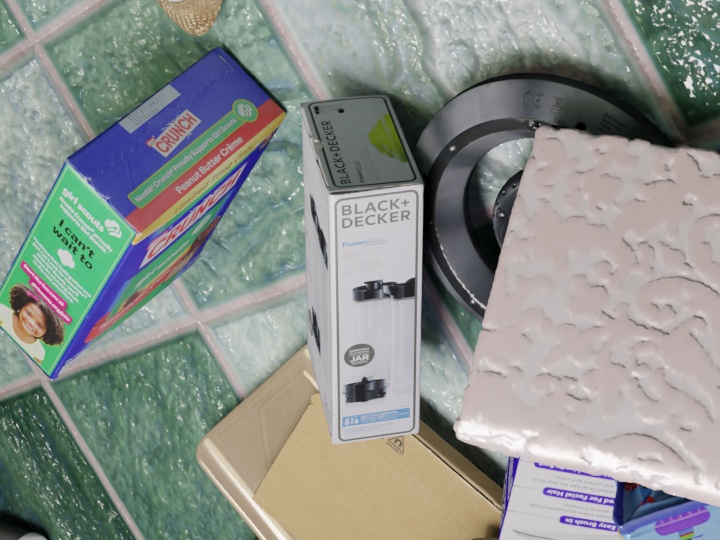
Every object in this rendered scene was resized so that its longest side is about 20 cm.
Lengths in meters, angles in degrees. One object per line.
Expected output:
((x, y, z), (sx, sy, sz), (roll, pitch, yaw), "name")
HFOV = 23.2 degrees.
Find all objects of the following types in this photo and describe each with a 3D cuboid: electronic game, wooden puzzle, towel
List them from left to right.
((-0.019, 0.160, 1.344), (0.185, 0.037, 0.200), (50, 134, 2), "wooden puzzle")
((0.120, -0.029, 1.073), (0.200, 0.042, 0.200), (18, 129, 24), "electronic game")
((0.168, 0.025, 0.955), (0.200, 0.191, 0.032), (12, 169, 19), "towel")

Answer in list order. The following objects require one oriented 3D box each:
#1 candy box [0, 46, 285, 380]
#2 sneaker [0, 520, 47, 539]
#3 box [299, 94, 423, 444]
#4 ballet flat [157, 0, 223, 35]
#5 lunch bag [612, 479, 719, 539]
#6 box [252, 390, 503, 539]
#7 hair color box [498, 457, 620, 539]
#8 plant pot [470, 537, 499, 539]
((-0.157, -0.038, 1.225), (0.077, 0.169, 0.200), (42, 139, 5), "candy box")
((-0.358, 0.323, 1.745), (0.099, 0.071, 0.200), (26, 127, 30), "sneaker")
((0.000, 0.000, 1.146), (0.117, 0.060, 0.200), (-108, 14, -55), "box")
((-0.123, -0.233, 1.136), (0.070, 0.065, 0.200), (28, 134, 25), "ballet flat")
((0.256, 0.142, 1.003), (0.200, 0.094, 0.151), (-15, 126, 13), "lunch bag")
((0.026, 0.180, 1.278), (0.200, 0.021, 0.164), (40, 130, 11), "box")
((0.153, 0.096, 1.074), (0.109, 0.065, 0.200), (9, 132, 0), "hair color box")
((0.119, 0.294, 1.166), (0.177, 0.200, 0.200), (19, 129, 24), "plant pot")
